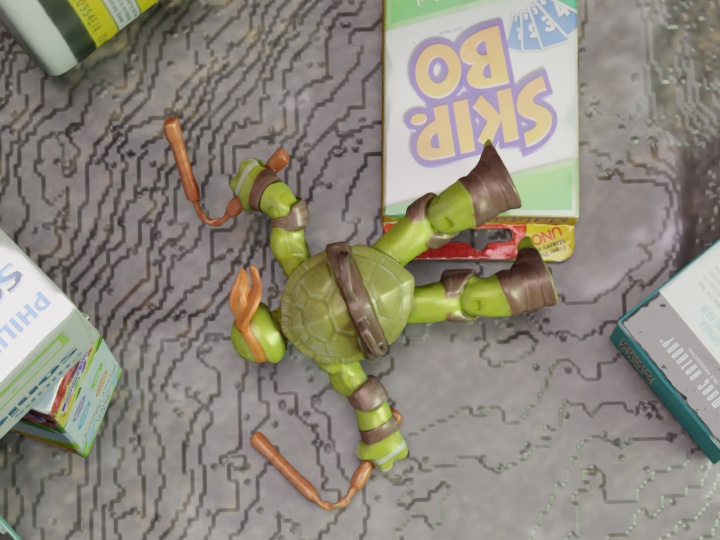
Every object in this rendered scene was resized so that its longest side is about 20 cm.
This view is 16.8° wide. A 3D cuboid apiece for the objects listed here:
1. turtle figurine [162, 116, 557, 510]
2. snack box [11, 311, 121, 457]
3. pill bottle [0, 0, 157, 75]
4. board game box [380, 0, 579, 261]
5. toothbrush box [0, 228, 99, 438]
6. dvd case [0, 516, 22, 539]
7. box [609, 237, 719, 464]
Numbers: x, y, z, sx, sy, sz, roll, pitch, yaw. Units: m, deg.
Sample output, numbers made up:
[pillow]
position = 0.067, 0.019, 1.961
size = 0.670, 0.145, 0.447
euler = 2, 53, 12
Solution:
[turtle figurine]
position = 0.000, 0.000, 1.127
size = 0.161, 0.064, 0.201
euler = -23, 93, 0
[snack box]
position = -0.215, 0.020, 1.102
size = 0.199, 0.142, 0.053
euler = 20, 80, 5
[pill bottle]
position = -0.103, -0.195, 1.151
size = 0.200, 0.114, 0.114
euler = -38, 82, -5
[board game box]
position = 0.058, -0.105, 1.180
size = 0.095, 0.030, 0.201
euler = 0, 83, 0
[toothbrush box]
position = -0.229, 0.003, 0.990
size = 0.146, 0.086, 0.200
euler = -44, 84, -6
[dvd case]
position = -0.215, 0.212, 1.132
size = 0.200, 0.022, 0.146
euler = -42, 83, -5
[box]
position = 0.220, -0.003, 1.148
size = 0.200, 0.049, 0.082
euler = -38, 82, -5
